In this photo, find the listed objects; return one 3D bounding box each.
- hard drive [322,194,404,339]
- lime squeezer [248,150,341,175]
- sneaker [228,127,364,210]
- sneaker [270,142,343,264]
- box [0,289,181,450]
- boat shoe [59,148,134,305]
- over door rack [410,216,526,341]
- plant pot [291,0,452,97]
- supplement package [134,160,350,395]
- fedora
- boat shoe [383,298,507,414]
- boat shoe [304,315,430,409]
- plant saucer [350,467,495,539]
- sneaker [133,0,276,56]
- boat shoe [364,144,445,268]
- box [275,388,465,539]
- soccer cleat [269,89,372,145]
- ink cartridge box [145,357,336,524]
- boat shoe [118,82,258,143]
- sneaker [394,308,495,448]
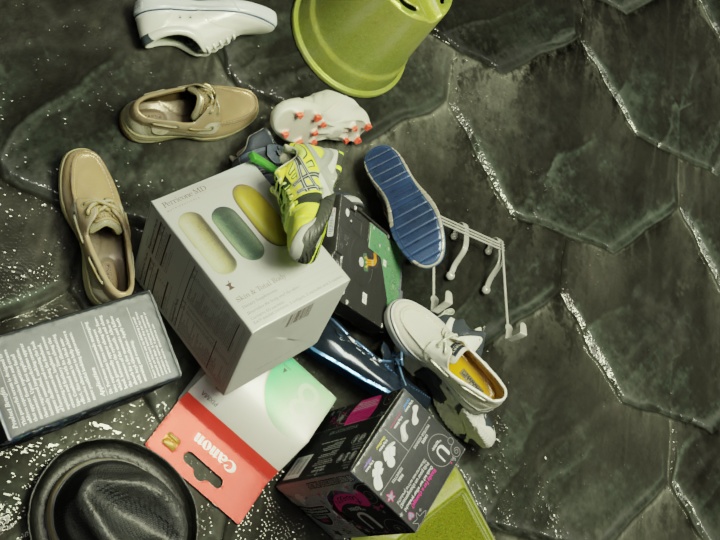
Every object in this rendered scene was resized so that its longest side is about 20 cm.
[{"bbox_3d":[0.000,0.000,1.353,0.200,0.038,0.140,34,56,-56],"label":"hard drive"},{"bbox_3d":[-0.068,-0.117,1.291,0.071,0.038,0.200,53,30,15],"label":"lime squeezer"},{"bbox_3d":[-0.089,-0.123,1.373,0.202,0.077,0.146,-3,56,-53],"label":"sneaker"},{"bbox_3d":[-0.070,-0.079,1.173,0.076,0.076,0.200,16,35,-7],"label":"sneaker"},{"bbox_3d":[-0.324,0.113,1.107,0.200,0.148,0.107,-18,85,-34],"label":"box"},{"bbox_3d":[-0.309,-0.056,1.211,0.072,0.065,0.201,-7,79,-33],"label":"boat shoe"},{"bbox_3d":[0.149,0.011,1.467,0.147,0.067,0.200,21,40,-26],"label":"over door rack"},{"bbox_3d":[0.030,-0.378,1.462,0.200,0.184,0.201,10,71,-29],"label":"plant pot"},{"bbox_3d":[-0.147,0.007,1.214,0.152,0.151,0.200,-28,70,-35],"label":"supplement package"},{"bbox_3d":[-0.262,0.275,1.127,0.200,0.092,0.201,11,69,-29],"label":"fedora"},{"bbox_3d":[0.117,0.109,1.350,0.200,0.070,0.071,47,61,0],"label":"boat shoe"},{"bbox_3d":[0.019,0.123,1.355,0.200,0.084,0.069,35,73,-21],"label":"boat shoe"},{"bbox_3d":[0.113,0.386,1.354,0.200,0.048,0.200,-29,91,-35],"label":"plant saucer"},{"bbox_3d":[-0.208,-0.325,1.374,0.199,0.073,0.071,-4,86,-23],"label":"sneaker"},{"bbox_3d":[0.070,-0.085,1.437,0.072,0.072,0.201,-23,67,3],"label":"boat shoe"},{"bbox_3d":[0.009,0.244,1.241,0.115,0.200,0.132,44,58,-11],"label":"box"},{"bbox_3d":[-0.064,-0.217,1.410,0.200,0.069,0.078,-5,53,-53],"label":"soccer cleat"},{"bbox_3d":[-0.144,0.185,1.259,0.161,0.050,0.200,44,55,-13],"label":"ink cartridge box"},{"bbox_3d":[-0.214,-0.212,1.329,0.199,0.065,0.072,-13,82,-34],"label":"boat shoe"},{"bbox_3d":[0.153,0.142,1.436,0.130,0.079,0.199,-39,87,-26],"label":"sneaker"}]
